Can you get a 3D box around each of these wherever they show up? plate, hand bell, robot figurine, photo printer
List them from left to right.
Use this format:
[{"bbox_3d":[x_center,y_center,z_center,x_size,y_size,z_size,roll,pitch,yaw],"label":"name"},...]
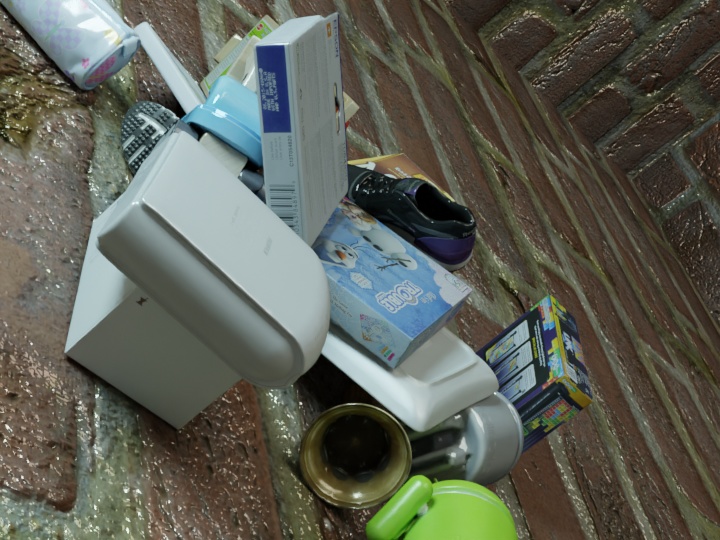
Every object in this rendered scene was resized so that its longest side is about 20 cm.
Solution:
[{"bbox_3d":[-0.105,-0.004,0.922,0.200,0.069,0.166,44,21,-16],"label":"photo printer"},{"bbox_3d":[-0.004,0.152,1.153,0.104,0.104,0.200,47,8,-8],"label":"hand bell"},{"bbox_3d":[0.036,0.073,1.187,0.200,0.032,0.200,39,24,19],"label":"plate"},{"bbox_3d":[0.087,0.272,1.056,0.176,0.116,0.200,51,20,-15],"label":"robot figurine"},{"bbox_3d":[0.108,0.183,1.251,0.200,0.113,0.170,4,69,-62],"label":"robot figurine"}]

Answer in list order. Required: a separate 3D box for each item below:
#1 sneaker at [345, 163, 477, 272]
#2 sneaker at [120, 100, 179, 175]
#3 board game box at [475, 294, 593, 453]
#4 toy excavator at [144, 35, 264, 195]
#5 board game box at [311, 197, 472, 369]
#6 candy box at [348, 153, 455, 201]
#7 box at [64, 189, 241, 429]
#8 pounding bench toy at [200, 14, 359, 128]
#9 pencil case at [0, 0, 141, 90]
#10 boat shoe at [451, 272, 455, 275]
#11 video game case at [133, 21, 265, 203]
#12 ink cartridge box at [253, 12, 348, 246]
[{"bbox_3d":[0.044,-0.084,1.290,0.200,0.088,0.076,28,59,13],"label":"sneaker"},{"bbox_3d":[-0.180,-0.092,1.219,0.200,0.074,0.080,53,4,-2],"label":"sneaker"},{"bbox_3d":[0.200,0.141,1.435,0.057,0.165,0.200,42,23,-16],"label":"board game box"},{"bbox_3d":[-0.124,-0.156,1.149,0.100,0.200,0.194,34,-12,-15],"label":"toy excavator"},{"bbox_3d":[0.000,0.000,1.192,0.199,0.043,0.200,37,24,10],"label":"board game box"},{"bbox_3d":[0.003,-0.083,1.419,0.200,0.056,0.117,-12,44,-37],"label":"candy box"},{"bbox_3d":[-0.166,0.016,1.000,0.124,0.097,0.200,40,22,-26],"label":"box"},{"bbox_3d":[-0.106,-0.228,1.485,0.156,0.124,0.200,43,6,-24],"label":"pounding bench toy"},{"bbox_3d":[-0.321,-0.287,1.209,0.200,0.091,0.083,50,20,-2],"label":"pencil case"},{"bbox_3d":[0.072,0.028,1.374,0.075,0.202,0.075,17,8,13],"label":"boat shoe"},{"bbox_3d":[-0.175,-0.171,1.320,0.200,0.022,0.182,56,1,16],"label":"video game case"},{"bbox_3d":[-0.054,-0.140,1.121,0.200,0.041,0.200,-60,148,-67],"label":"ink cartridge box"}]
